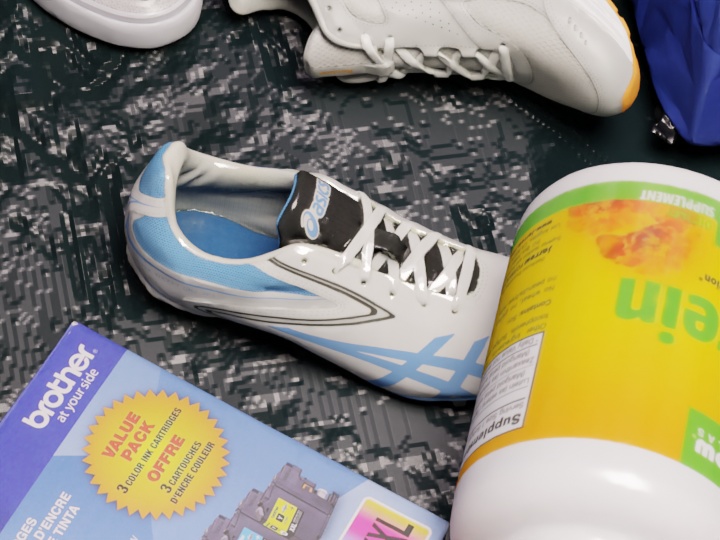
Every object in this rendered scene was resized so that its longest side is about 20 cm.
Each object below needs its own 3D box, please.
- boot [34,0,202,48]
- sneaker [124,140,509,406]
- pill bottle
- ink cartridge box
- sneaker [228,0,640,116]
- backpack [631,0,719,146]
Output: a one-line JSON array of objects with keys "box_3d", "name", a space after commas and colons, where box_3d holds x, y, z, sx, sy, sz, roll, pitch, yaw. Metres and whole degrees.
[{"box_3d": [-0.140, -0.191, 1.133, 0.073, 0.096, 0.200, -35, 68, -25], "name": "boot"}, {"box_3d": [0.000, 0.000, 1.048, 0.199, 0.073, 0.072, 15, 56, 0], "name": "sneaker"}, {"box_3d": [0.094, 0.069, 0.945, 0.110, 0.111, 0.201, 14, 53, 2], "name": "pill bottle"}, {"box_3d": [-0.086, 0.114, 0.964, 0.199, 0.077, 0.137, 26, 58, 11], "name": "ink cartridge box"}, {"box_3d": [0.025, -0.106, 1.125, 0.199, 0.076, 0.092, 29, 66, 20], "name": "sneaker"}, {"box_3d": [0.200, -0.179, 1.134, 0.161, 0.168, 0.201, -2, 54, -17], "name": "backpack"}]
